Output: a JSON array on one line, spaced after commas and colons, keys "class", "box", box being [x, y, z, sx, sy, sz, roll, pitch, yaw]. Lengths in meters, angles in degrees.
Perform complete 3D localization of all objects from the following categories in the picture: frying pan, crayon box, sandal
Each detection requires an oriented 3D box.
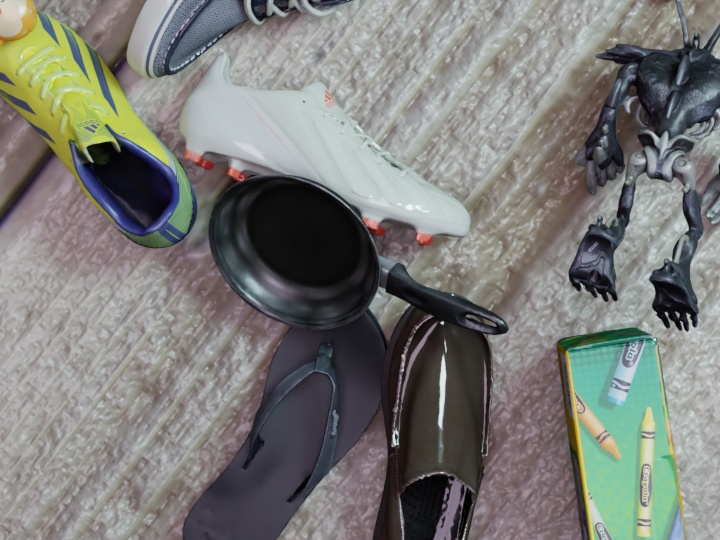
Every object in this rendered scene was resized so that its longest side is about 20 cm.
[{"class": "frying pan", "box": [-0.005, -0.014, 1.205, 0.189, 0.031, 0.115, -1, 124, 24]}, {"class": "crayon box", "box": [0.164, 0.139, 1.209, 0.058, 0.119, 0.201, -8, 90, 3]}, {"class": "sandal", "box": [-0.043, 0.110, 1.258, 0.076, 0.043, 0.201, 29, 92, 3]}]

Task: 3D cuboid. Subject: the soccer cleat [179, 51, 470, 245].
[{"class": "soccer cleat", "box": [-0.019, -0.076, 1.245, 0.199, 0.069, 0.078, 21, 88, 6]}]

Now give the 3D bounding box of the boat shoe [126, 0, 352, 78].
[{"class": "boat shoe", "box": [-0.054, -0.183, 1.233, 0.093, 0.075, 0.200, 39, 89, 14]}]

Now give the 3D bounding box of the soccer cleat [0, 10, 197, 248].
[{"class": "soccer cleat", "box": [-0.177, -0.097, 1.243, 0.065, 0.084, 0.200, -42, 88, 3]}]

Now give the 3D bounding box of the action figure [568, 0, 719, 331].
[{"class": "action figure", "box": [0.189, -0.067, 1.220, 0.118, 0.102, 0.201, 15, 65, 11]}]

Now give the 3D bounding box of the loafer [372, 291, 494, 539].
[{"class": "loafer", "box": [0.053, 0.115, 1.232, 0.073, 0.071, 0.201, 2, 94, -14]}]

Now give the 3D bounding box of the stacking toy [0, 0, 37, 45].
[{"class": "stacking toy", "box": [-0.297, -0.182, 1.230, 0.199, 0.110, 0.117, 18, 91, 7]}]
